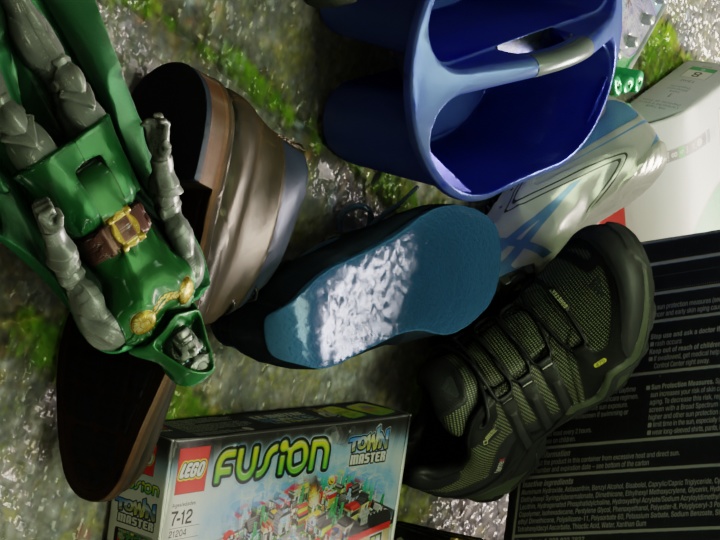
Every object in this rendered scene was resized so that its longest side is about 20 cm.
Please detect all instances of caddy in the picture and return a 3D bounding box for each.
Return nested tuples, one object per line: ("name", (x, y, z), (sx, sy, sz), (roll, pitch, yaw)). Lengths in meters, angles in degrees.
("caddy", (0.067, -0.117, 1.076), (0.200, 0.105, 0.142), (-25, 119, -48))

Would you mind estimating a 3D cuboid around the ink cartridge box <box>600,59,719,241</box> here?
("ink cartridge box", (0.187, -0.025, 1.323), (0.200, 0.050, 0.162), (-37, 129, -45))

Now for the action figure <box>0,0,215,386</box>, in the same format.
("action figure", (-0.115, -0.037, 0.850), (0.118, 0.055, 0.201), (-39, 111, -27))

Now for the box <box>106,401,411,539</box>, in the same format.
("box", (-0.051, 0.129, 1.053), (0.200, 0.035, 0.111), (-1, 101, -54))

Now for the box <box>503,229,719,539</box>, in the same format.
("box", (0.200, 0.090, 1.188), (0.123, 0.199, 0.199), (22, 68, -42))

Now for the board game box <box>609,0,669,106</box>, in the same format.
("board game box", (0.163, -0.225, 1.243), (0.200, 0.026, 0.200), (-60, 141, -23))

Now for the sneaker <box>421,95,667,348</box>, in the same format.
("sneaker", (0.095, -0.028, 1.192), (0.200, 0.072, 0.072), (-42, 161, -24))

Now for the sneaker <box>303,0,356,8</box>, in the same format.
("sneaker", (0.002, -0.221, 0.998), (0.091, 0.076, 0.201), (38, 63, -42))

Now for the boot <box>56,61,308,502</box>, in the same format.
("boot", (-0.075, 0.014, 0.950), (0.097, 0.074, 0.201), (20, 82, -52))

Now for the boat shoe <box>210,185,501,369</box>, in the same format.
("boat shoe", (0.000, 0.000, 1.059), (0.200, 0.068, 0.085), (-8, 99, -54))

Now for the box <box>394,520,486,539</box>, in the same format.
("box", (0.068, 0.244, 1.244), (0.200, 0.049, 0.160), (23, 80, -54))

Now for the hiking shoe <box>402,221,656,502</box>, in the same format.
("hiking shoe", (0.085, 0.058, 1.131), (0.100, 0.076, 0.200), (-2, 133, -48))
